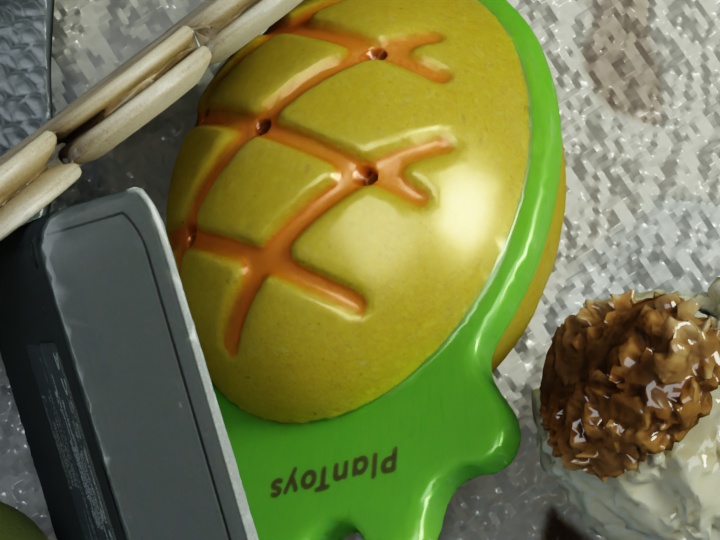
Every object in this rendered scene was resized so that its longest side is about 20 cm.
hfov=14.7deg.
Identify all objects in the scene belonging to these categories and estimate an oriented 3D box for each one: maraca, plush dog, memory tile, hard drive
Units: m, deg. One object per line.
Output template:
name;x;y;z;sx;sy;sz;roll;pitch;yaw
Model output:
maraca;0.000;0.000;0.820;0.137;0.107;0.201;-20;52;35
plush dog;0.131;0.055;0.778;0.171;0.200;0.161;16;87;16
memory tile;-0.066;-0.050;0.800;0.200;0.153;0.017;-40;97;-28
hard drive;-0.066;0.053;0.764;0.033;0.200;0.140;-17;92;-12

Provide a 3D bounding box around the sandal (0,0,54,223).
sandal;-0.129;-0.056;0.892;0.076;0.043;0.201;12;75;-3

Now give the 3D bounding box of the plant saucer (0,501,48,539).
plant saucer;-0.174;0.129;0.788;0.200;0.200;0.031;-38;121;-4
